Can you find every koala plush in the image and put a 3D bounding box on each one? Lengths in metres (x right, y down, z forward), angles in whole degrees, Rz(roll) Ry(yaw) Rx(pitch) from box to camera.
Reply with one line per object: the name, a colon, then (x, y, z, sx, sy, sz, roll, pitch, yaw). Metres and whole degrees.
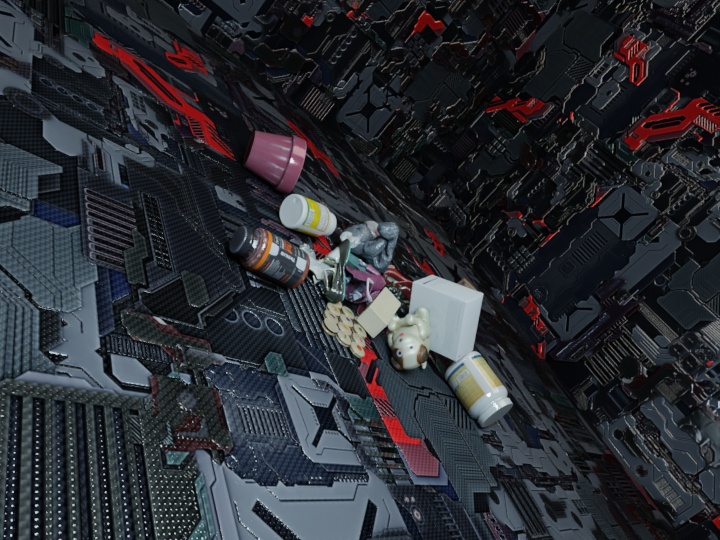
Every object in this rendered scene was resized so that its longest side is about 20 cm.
koala plush: (0.020, -0.099, 1.866, 0.196, 0.188, 0.177, 14, 8, -4)

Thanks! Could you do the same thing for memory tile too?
memory tile: (-0.041, 0.152, 1.451, 0.153, 0.017, 0.201, 41, 19, -12)

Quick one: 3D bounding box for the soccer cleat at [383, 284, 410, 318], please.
soccer cleat: (0.147, 0.135, 1.775, 0.201, 0.067, 0.081, 54, 9, -18)

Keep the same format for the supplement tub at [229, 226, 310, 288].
supplement tub: (-0.228, -0.036, 1.307, 0.199, 0.107, 0.108, 29, 23, -39)

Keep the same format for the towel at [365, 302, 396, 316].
towel: (0.055, 0.108, 1.746, 0.201, 0.024, 0.146, 53, 19, 23)

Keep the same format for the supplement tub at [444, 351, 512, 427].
supplement tub: (0.377, 0.379, 1.663, 0.144, 0.145, 0.201, 19, 31, -52)

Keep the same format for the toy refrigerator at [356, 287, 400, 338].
toy refrigerator: (0.057, 0.126, 1.582, 0.076, 0.070, 0.200, 46, 22, 0)

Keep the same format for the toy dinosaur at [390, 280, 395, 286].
toy dinosaur: (0.128, 0.096, 1.910, 0.102, 0.058, 0.200, 58, 3, -14)

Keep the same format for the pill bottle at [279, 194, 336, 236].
pill bottle: (-0.168, -0.176, 1.734, 0.199, 0.113, 0.113, 14, 34, -56)

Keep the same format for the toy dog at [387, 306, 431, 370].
toy dog: (0.142, 0.223, 1.552, 0.200, 0.137, 0.198, -48, 128, -74)

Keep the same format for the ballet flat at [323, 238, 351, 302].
ballet flat: (-0.070, -0.009, 1.498, 0.067, 0.068, 0.204, 16, 62, -20)

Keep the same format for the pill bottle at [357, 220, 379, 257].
pill bottle: (0.028, -0.130, 2.058, 0.113, 0.114, 0.200, 42, 18, -5)

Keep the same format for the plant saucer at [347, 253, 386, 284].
plant saucer: (0.000, 0.000, 1.797, 0.199, 0.036, 0.200, 37, 8, -6)

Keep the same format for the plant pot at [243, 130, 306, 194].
plant pot: (-0.305, -0.391, 1.813, 0.176, 0.202, 0.201, 17, 28, -23)

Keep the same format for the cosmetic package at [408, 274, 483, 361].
cosmetic package: (0.266, 0.147, 1.661, 0.198, 0.204, 0.122, 22, 25, 37)

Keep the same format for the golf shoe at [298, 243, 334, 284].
golf shoe: (-0.129, 0.007, 1.526, 0.199, 0.077, 0.099, 29, 48, -41)

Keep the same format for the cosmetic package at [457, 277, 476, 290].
cosmetic package: (0.541, 0.128, 2.659, 0.103, 0.087, 0.201, 42, 18, -10)

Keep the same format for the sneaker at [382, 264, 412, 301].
sneaker: (0.167, 0.039, 2.056, 0.199, 0.078, 0.116, 38, 20, -23)

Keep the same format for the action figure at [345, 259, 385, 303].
action figure: (0.025, 0.030, 1.594, 0.198, 0.147, 0.137, -4, 90, -50)
